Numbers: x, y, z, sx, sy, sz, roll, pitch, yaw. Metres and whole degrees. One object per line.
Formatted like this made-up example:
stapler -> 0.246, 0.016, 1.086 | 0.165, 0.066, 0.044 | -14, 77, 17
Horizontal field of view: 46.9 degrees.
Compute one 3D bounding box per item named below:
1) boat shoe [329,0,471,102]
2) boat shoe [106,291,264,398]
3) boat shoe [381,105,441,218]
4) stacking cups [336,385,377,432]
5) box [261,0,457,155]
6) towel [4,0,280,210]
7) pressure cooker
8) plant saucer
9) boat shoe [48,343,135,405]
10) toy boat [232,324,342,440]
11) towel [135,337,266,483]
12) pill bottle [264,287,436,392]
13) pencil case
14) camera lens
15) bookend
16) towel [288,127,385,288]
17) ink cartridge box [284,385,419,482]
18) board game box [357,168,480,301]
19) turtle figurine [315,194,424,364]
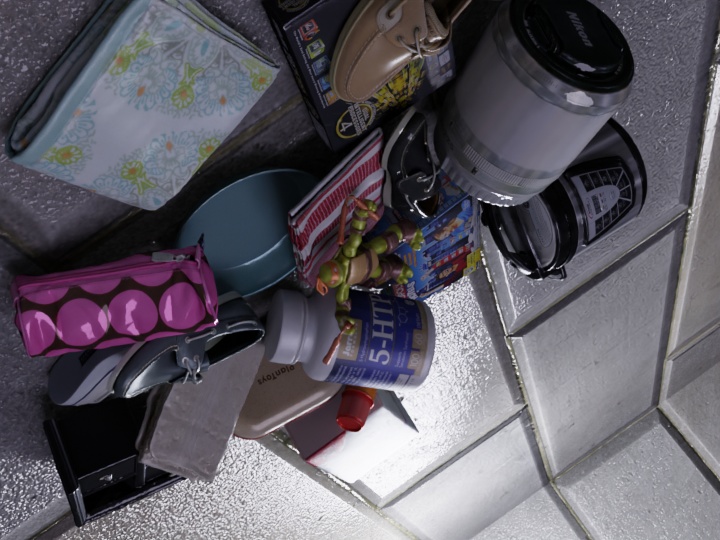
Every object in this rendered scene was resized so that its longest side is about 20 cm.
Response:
boat shoe -> 0.047, -0.223, 0.728 | 0.071, 0.065, 0.201 | 10, 126, -52
boat shoe -> -0.183, 0.087, 0.900 | 0.199, 0.062, 0.073 | -33, 158, -47
boat shoe -> 0.065, -0.117, 0.934 | 0.072, 0.067, 0.200 | -56, 166, -15
stacking cups -> 0.016, 0.129, 1.162 | 0.060, 0.202, 0.061 | 10, 141, 9
box -> 0.007, -0.222, 0.802 | 0.160, 0.049, 0.201 | -36, 151, -7
towel -> -0.182, -0.144, 0.721 | 0.200, 0.048, 0.171 | -44, 148, 15
pressure cooker -> 0.249, -0.095, 1.083 | 0.198, 0.177, 0.179 | -28, 153, -19
plant saucer -> -0.126, -0.046, 0.925 | 0.198, 0.036, 0.201 | -26, 149, -17
boat shoe -> -0.260, 0.090, 0.942 | 0.202, 0.075, 0.086 | -43, 148, 18
toy boat -> -0.116, 0.142, 1.141 | 0.198, 0.132, 0.131 | -25, 179, -16
towel -> -0.190, 0.149, 1.001 | 0.132, 0.034, 0.202 | 41, 65, -50
pill bottle -> -0.015, 0.083, 1.051 | 0.197, 0.121, 0.120 | 9, 133, -18
pencil case -> -0.243, 0.026, 0.821 | 0.197, 0.092, 0.094 | -12, 151, -7
camera lens -> 0.183, -0.186, 0.895 | 0.158, 0.161, 0.201 | -15, 155, -31
bookend -> -0.281, 0.222, 1.045 | 0.198, 0.093, 0.199 | -20, 160, -25
towel -> -0.021, -0.064, 0.943 | 0.144, 0.023, 0.200 | -46, 166, -14
ink cartridge box -> -0.024, 0.215, 1.281 | 0.145, 0.145, 0.200 | -36, 150, 2
board game box -> 0.064, -0.028, 1.116 | 0.198, 0.062, 0.201 | -29, 149, -9
turtle figurine -> 0.000, 0.000, 0.967 | 0.160, 0.064, 0.203 | -16, 120, -48
